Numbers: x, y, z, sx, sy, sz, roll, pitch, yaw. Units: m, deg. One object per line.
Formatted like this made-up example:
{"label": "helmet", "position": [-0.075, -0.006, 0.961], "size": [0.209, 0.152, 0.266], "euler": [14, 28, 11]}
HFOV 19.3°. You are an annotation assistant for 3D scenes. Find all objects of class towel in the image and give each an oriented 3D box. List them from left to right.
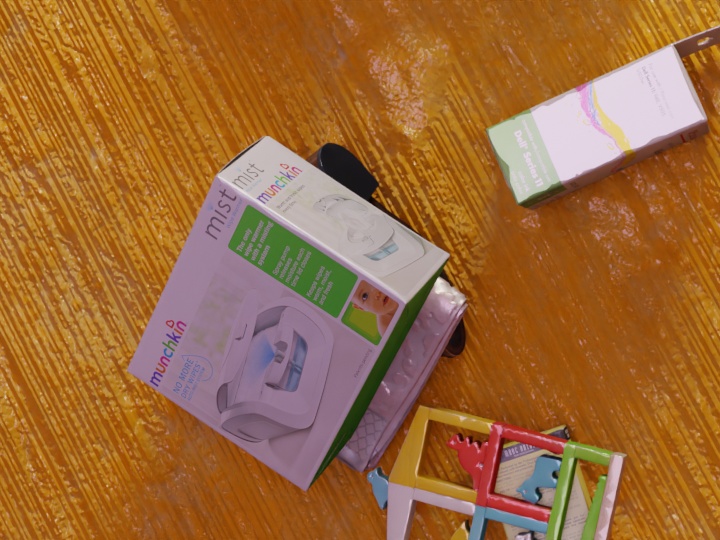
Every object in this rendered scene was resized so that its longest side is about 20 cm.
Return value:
{"label": "towel", "position": [-0.035, 0.042, 1.691], "size": [0.199, 0.032, 0.192], "euler": [33, 121, 10]}

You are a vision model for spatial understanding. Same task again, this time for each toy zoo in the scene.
{"label": "toy zoo", "position": [0.099, 0.184, 1.658], "size": [0.198, 0.020, 0.132], "euler": [14, 95, 16]}

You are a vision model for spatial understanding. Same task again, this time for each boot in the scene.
{"label": "boot", "position": [0.000, 0.000, 1.719], "size": [0.097, 0.075, 0.201], "euler": [-32, 95, 35]}

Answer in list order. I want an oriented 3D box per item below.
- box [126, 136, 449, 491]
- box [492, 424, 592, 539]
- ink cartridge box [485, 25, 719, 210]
{"label": "box", "position": [-0.057, 0.031, 1.624], "size": [0.176, 0.097, 0.201], "euler": [33, 123, 7]}
{"label": "box", "position": [0.161, 0.229, 1.679], "size": [0.075, 0.050, 0.202], "euler": [-20, 85, 10]}
{"label": "ink cartridge box", "position": [0.205, -0.117, 1.642], "size": [0.199, 0.117, 0.068], "euler": [-24, 85, 10]}
